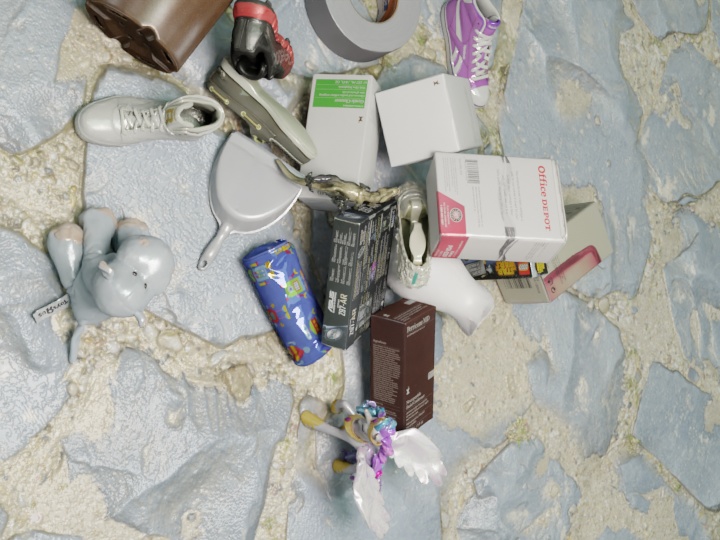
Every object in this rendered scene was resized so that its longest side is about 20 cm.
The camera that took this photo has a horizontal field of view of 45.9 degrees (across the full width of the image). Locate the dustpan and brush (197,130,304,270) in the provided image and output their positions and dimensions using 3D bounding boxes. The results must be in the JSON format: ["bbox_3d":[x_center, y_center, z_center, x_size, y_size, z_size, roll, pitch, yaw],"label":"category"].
[{"bbox_3d":[-0.189,-0.089,1.287,0.138,0.057,0.202,32,68,-6],"label":"dustpan and brush"}]

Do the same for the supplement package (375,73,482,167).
[{"bbox_3d":[0.116,-0.246,1.399,0.200,0.118,0.124,-26,104,-70],"label":"supplement package"}]

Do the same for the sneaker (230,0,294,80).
[{"bbox_3d":[-0.148,-0.319,1.263,0.069,0.200,0.100,9,81,9],"label":"sneaker"}]

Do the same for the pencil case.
[{"bbox_3d":[-0.105,0.048,1.318,0.086,0.078,0.203,-32,104,-22],"label":"pencil case"}]

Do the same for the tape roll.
[{"bbox_3d":[0.005,-0.458,1.426,0.197,0.066,0.205,2,86,-32],"label":"tape roll"}]

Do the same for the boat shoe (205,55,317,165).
[{"bbox_3d":[-0.149,-0.233,1.296,0.060,0.072,0.202,-42,98,19],"label":"boat shoe"}]

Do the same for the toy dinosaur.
[{"bbox_3d":[-0.042,-0.121,1.248,0.196,0.088,0.048,17,108,4],"label":"toy dinosaur"}]

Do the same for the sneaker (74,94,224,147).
[{"bbox_3d":[-0.291,-0.217,1.192,0.197,0.115,0.075,-9,94,-31],"label":"sneaker"}]

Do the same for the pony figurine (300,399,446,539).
[{"bbox_3d":[0.013,0.282,1.309,0.166,0.199,0.195,-40,108,-28],"label":"pony figurine"}]

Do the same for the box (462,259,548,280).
[{"bbox_3d":[0.236,-0.055,1.472,0.039,0.199,0.140,-11,94,-29],"label":"box"}]

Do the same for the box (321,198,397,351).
[{"bbox_3d":[0.000,0.000,1.308,0.160,0.043,0.204,-37,137,-61],"label":"box"}]

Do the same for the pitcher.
[{"bbox_3d":[0.124,0.004,1.452,0.199,0.172,0.122,36,102,-9],"label":"pitcher"}]

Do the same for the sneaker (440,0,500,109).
[{"bbox_3d":[0.210,-0.397,1.527,0.072,0.114,0.204,-23,101,-33],"label":"sneaker"}]

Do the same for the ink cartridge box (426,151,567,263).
[{"bbox_3d":[0.206,-0.096,1.308,0.196,0.085,0.148,2,65,-7],"label":"ink cartridge box"}]

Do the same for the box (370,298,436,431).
[{"bbox_3d":[0.069,0.159,1.383,0.100,0.074,0.204,-24,117,-51],"label":"box"}]

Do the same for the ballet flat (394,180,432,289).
[{"bbox_3d":[0.090,-0.068,1.343,0.071,0.072,0.203,18,55,-30],"label":"ballet flat"}]

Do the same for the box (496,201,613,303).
[{"bbox_3d":[0.355,-0.033,1.591,0.198,0.127,0.111,-32,104,-29],"label":"box"}]

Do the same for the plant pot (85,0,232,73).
[{"bbox_3d":[-0.267,-0.401,1.182,0.199,0.199,0.200,37,77,-25],"label":"plant pot"}]

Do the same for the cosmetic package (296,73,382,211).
[{"bbox_3d":[-0.030,-0.200,1.352,0.085,0.105,0.204,35,60,-70],"label":"cosmetic package"}]

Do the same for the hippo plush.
[{"bbox_3d":[-0.336,-0.001,1.122,0.200,0.160,0.160,-45,110,-26],"label":"hippo plush"}]
